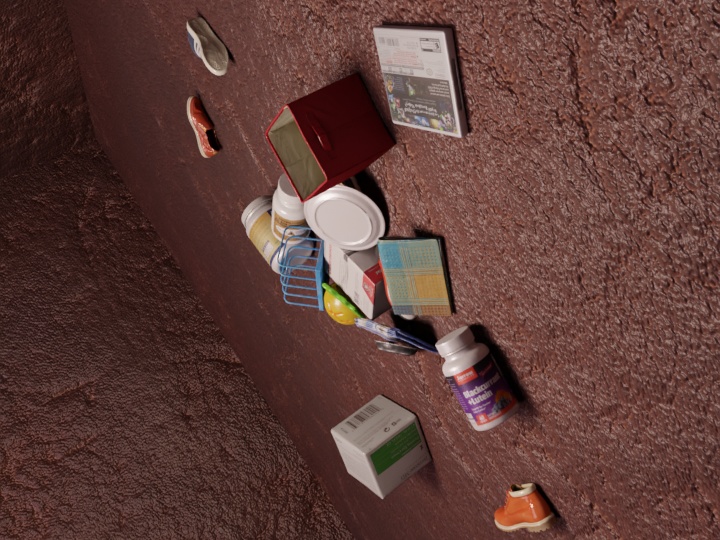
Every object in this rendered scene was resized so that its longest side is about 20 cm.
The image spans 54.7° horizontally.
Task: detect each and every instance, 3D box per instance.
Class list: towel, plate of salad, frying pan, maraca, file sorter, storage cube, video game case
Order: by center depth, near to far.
[{"bbox_3d":[0.105,-0.338,1.235,0.199,0.023,0.184,27,139,50],"label":"video game case"},{"bbox_3d":[-0.068,-0.274,1.453,0.173,0.178,0.200,61,157,-2],"label":"storage cube"},{"bbox_3d":[0.120,0.014,1.511,0.144,0.022,0.202,1,125,24],"label":"towel"},{"bbox_3d":[-0.036,-0.126,1.614,0.197,0.048,0.202,12,139,10],"label":"plate of salad"},{"bbox_3d":[0.087,0.162,1.719,0.146,0.024,0.199,26,172,-30],"label":"towel"},{"bbox_3d":[0.072,0.194,1.784,0.189,0.113,0.031,0,77,61],"label":"frying pan"},{"bbox_3d":[-0.043,0.083,1.852,0.136,0.108,0.200,34,175,15],"label":"maraca"},{"bbox_3d":[-0.149,-0.009,1.880,0.120,0.141,0.201,7,147,5],"label":"file sorter"}]

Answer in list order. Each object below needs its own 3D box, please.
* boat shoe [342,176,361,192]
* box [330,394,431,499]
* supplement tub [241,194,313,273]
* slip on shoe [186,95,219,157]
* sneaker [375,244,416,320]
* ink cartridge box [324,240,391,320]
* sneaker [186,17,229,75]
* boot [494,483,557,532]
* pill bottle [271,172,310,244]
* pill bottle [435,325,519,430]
[{"bbox_3d":[-0.065,-0.243,1.591,0.202,0.061,0.075,58,-178,-4],"label":"boat shoe"},{"bbox_3d":[0.060,0.512,2.042,0.199,0.197,0.174,18,134,56],"label":"box"},{"bbox_3d":[-0.243,-0.106,2.022,0.201,0.143,0.145,50,154,20],"label":"supplement tub"},{"bbox_3d":[-0.505,-0.467,2.252,0.060,0.074,0.203,-6,109,26],"label":"slip on shoe"},{"bbox_3d":[0.102,0.026,1.586,0.108,0.067,0.204,6,119,64],"label":"sneaker"},{"bbox_3d":[0.000,0.000,1.738,0.200,0.082,0.148,46,152,29],"label":"ink cartridge box"},{"bbox_3d":[-0.417,-0.598,1.916,0.202,0.074,0.085,62,156,21],"label":"sneaker"},{"bbox_3d":[0.371,0.554,1.646,0.108,0.074,0.200,60,148,7],"label":"boot"},{"bbox_3d":[-0.180,-0.170,1.866,0.115,0.113,0.201,50,154,20],"label":"pill bottle"},{"bbox_3d":[0.242,0.225,1.476,0.202,0.111,0.111,60,156,0],"label":"pill bottle"}]
